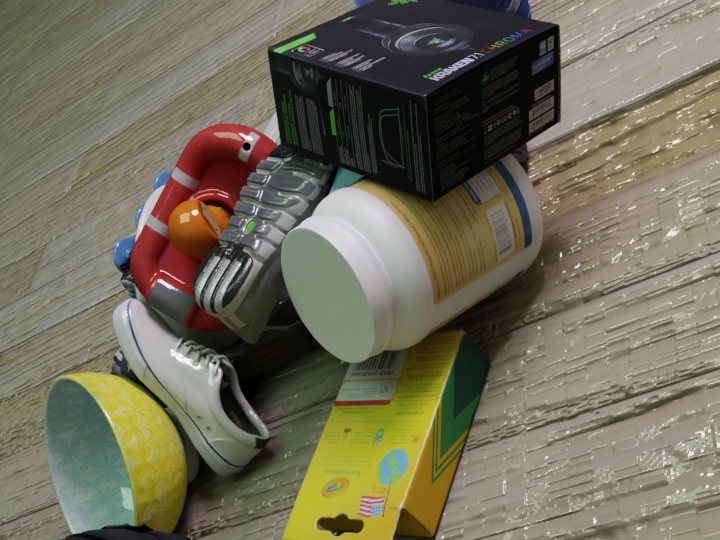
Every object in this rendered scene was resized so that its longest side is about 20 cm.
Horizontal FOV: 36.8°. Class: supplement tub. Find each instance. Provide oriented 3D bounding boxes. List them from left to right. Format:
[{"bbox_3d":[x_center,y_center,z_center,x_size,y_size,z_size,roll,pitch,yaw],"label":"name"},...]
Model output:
[{"bbox_3d":[0.045,-0.022,0.935,0.199,0.147,0.144,-29,24,-31],"label":"supplement tub"}]

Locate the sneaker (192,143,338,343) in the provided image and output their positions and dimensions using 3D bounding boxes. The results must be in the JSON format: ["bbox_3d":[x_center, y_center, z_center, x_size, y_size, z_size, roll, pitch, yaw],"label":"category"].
[{"bbox_3d":[-0.066,-0.023,0.983,0.074,0.116,0.201,20,67,38],"label":"sneaker"}]

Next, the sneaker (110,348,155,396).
[{"bbox_3d":[-0.251,0.137,1.195,0.089,0.074,0.200,-63,8,-8],"label":"sneaker"}]

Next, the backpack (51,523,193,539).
[{"bbox_3d":[-0.185,0.290,0.889,0.199,0.173,0.156,16,98,60],"label":"backpack"}]

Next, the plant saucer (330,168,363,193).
[{"bbox_3d":[-0.008,-0.094,1.068,0.069,0.019,0.202,0,56,52],"label":"plant saucer"}]

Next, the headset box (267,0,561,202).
[{"bbox_3d":[0.042,-0.159,0.925,0.173,0.094,0.199,-31,39,-34],"label":"headset box"}]

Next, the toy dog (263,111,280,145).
[{"bbox_3d":[-0.065,-0.125,1.145,0.095,0.132,0.203,8,73,31],"label":"toy dog"}]

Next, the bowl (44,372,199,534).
[{"bbox_3d":[-0.226,0.190,1.081,0.107,0.204,0.199,-13,13,-37],"label":"bowl"}]

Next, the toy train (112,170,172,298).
[{"bbox_3d":[-0.218,-0.042,1.333,0.086,0.114,0.202,-8,48,46],"label":"toy train"}]

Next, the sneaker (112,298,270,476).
[{"bbox_3d":[-0.160,0.102,1.058,0.070,0.201,0.073,-36,5,22],"label":"sneaker"}]

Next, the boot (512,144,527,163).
[{"bbox_3d":[0.107,-0.152,1.141,0.131,0.070,0.202,-32,29,33],"label":"boot"}]

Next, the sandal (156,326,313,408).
[{"bbox_3d":[-0.130,0.117,1.122,0.198,0.082,0.055,-27,59,14],"label":"sandal"}]

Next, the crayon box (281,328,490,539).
[{"bbox_3d":[0.023,0.150,0.921,0.126,0.051,0.202,-7,48,43],"label":"crayon box"}]

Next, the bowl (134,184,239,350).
[{"bbox_3d":[-0.161,0.004,1.178,0.089,0.202,0.203,-5,47,17],"label":"bowl"}]

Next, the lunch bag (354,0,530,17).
[{"bbox_3d":[0.090,-0.310,1.266,0.198,0.132,0.137,-29,52,22],"label":"lunch bag"}]

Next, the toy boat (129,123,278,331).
[{"bbox_3d":[-0.143,-0.041,1.022,0.202,0.129,0.131,-61,-5,5],"label":"toy boat"}]

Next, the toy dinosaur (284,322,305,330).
[{"bbox_3d":[0.000,0.000,1.057,0.201,0.102,0.077,-50,34,-1],"label":"toy dinosaur"}]
